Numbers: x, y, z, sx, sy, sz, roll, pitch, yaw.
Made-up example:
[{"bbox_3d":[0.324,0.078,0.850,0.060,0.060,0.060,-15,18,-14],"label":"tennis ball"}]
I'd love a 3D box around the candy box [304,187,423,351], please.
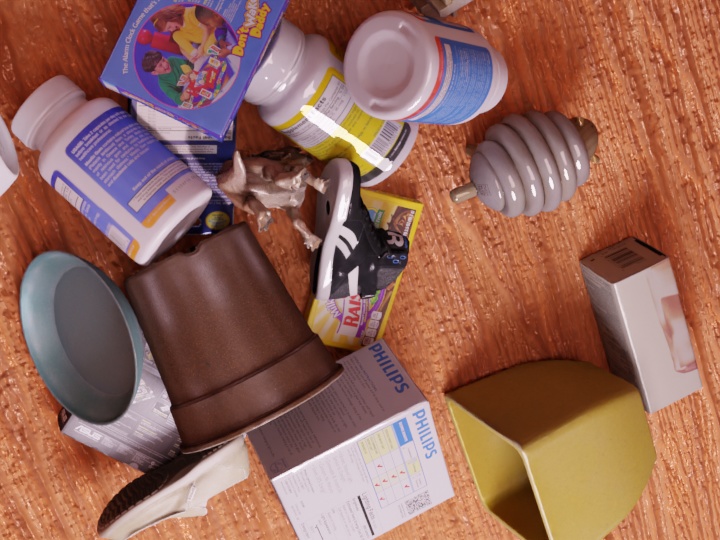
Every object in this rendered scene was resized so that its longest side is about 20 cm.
[{"bbox_3d":[0.000,0.000,1.411,0.102,0.026,0.200,13,102,-18],"label":"candy box"}]

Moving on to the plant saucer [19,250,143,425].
[{"bbox_3d":[-0.298,0.070,1.265,0.036,0.200,0.200,-23,117,-47],"label":"plant saucer"}]

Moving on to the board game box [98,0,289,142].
[{"bbox_3d":[-0.158,-0.250,1.167,0.134,0.045,0.200,26,87,-4],"label":"board game box"}]

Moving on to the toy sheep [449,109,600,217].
[{"bbox_3d":[0.195,-0.126,1.377,0.200,0.138,0.138,-29,114,-7],"label":"toy sheep"}]

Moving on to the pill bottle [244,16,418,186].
[{"bbox_3d":[-0.041,-0.188,1.279,0.200,0.114,0.114,33,95,-30],"label":"pill bottle"}]

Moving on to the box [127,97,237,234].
[{"bbox_3d":[-0.200,-0.140,1.295,0.121,0.032,0.200,-1,106,-18],"label":"box"}]

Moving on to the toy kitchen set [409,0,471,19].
[{"bbox_3d":[0.000,-0.310,1.241,0.180,0.200,0.163,-32,152,-6],"label":"toy kitchen set"}]

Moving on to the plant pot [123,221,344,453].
[{"bbox_3d":[-0.151,0.066,1.265,0.200,0.200,0.199,-27,95,-8],"label":"plant pot"}]

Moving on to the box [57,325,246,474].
[{"bbox_3d":[-0.231,0.162,1.373,0.200,0.048,0.159,32,95,-25],"label":"box"}]

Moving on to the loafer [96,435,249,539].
[{"bbox_3d":[-0.211,0.260,1.344,0.200,0.076,0.068,-32,108,-6],"label":"loafer"}]

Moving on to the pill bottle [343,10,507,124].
[{"bbox_3d":[0.079,-0.213,1.246,0.200,0.112,0.112,-6,114,-56],"label":"pill bottle"}]

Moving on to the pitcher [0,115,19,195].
[{"bbox_3d":[-0.452,-0.084,1.196,0.200,0.121,0.172,-19,133,-1],"label":"pitcher"}]

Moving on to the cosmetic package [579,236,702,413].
[{"bbox_3d":[0.367,0.070,1.514,0.087,0.103,0.200,-24,114,-9],"label":"cosmetic package"}]

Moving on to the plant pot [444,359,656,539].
[{"bbox_3d":[0.261,0.223,1.485,0.200,0.195,0.195,-27,114,-16],"label":"plant pot"}]

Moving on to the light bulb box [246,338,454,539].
[{"bbox_3d":[-0.014,0.221,1.393,0.200,0.125,0.198,-26,134,-9],"label":"light bulb box"}]

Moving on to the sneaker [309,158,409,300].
[{"bbox_3d":[0.007,-0.050,1.324,0.112,0.073,0.200,-4,137,-16],"label":"sneaker"}]

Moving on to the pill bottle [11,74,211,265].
[{"bbox_3d":[-0.264,-0.109,1.216,0.200,0.112,0.112,43,91,1],"label":"pill bottle"}]

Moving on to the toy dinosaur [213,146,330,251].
[{"bbox_3d":[-0.110,-0.096,1.251,0.200,0.135,0.086,12,108,-59],"label":"toy dinosaur"}]
